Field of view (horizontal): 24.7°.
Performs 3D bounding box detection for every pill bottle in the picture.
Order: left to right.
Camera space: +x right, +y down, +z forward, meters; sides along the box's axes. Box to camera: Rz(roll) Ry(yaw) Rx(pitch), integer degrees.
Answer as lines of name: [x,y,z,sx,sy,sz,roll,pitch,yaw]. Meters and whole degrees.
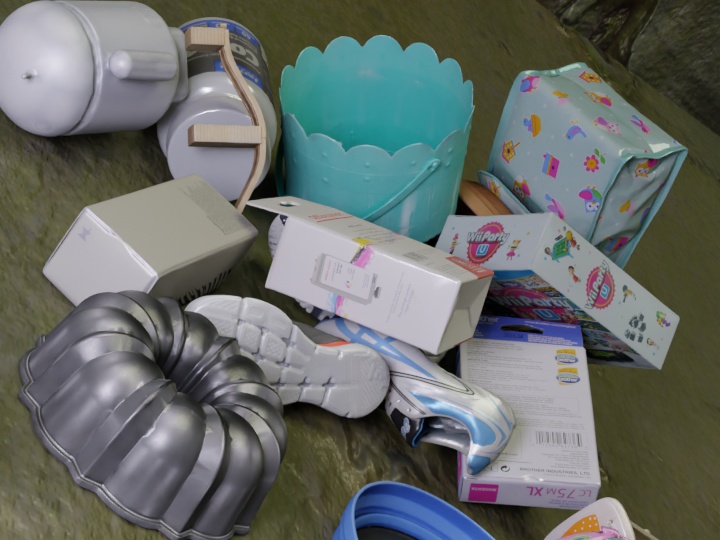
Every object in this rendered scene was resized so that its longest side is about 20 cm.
pill bottle: [-0.137,-0.153,1.562,0.113,0.114,0.200,30,22,-23]

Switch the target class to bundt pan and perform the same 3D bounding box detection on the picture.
bundt pan: [-0.131,0.089,1.136,0.201,0.076,0.202,34,22,-16]

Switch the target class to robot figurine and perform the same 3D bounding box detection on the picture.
robot figurine: [-0.237,-0.174,1.415,0.169,0.114,0.199,0,7,38]

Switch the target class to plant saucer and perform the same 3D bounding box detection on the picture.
plant saucer: [0.147,-0.019,1.745,0.201,0.037,0.200,54,-9,12]

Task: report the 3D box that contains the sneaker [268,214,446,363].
sneaker: [0.001,0.004,1.537,0.198,0.080,0.130,32,16,-8]

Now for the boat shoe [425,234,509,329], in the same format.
boat shoe: [0.093,0.002,1.701,0.067,0.072,0.200,-15,43,-32]

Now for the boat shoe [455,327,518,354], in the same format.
boat shoe: [0.127,0.131,1.526,0.071,0.072,0.201,1,44,-11]

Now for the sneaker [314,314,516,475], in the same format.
sneaker: [0.035,0.101,1.387,0.199,0.072,0.073,29,59,21]

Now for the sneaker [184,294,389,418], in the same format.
sneaker: [-0.072,0.068,1.320,0.199,0.078,0.082,25,-2,-36]

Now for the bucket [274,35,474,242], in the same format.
bucket: [0.012,-0.124,1.626,0.205,0.136,0.208,1,38,-1]

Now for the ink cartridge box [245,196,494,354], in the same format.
ink cartridge box: [0.000,0.000,1.390,0.199,0.068,0.116,22,11,16]

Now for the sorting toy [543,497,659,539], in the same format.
sorting toy: [0.214,0.295,1.286,0.200,0.106,0.181,37,30,-57]

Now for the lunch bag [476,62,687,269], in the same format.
lunch bag: [0.213,-0.084,1.686,0.121,0.201,0.170,-11,46,-39]

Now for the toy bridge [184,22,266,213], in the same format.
toy bridge: [-0.117,-0.118,1.437,0.067,0.202,0.027,0,-6,-18]

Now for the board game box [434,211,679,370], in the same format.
board game box: [0.184,0.020,1.567,0.200,0.065,0.147,36,-21,-32]

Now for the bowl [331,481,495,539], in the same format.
bowl: [0.062,0.242,1.205,0.200,0.039,0.201,34,22,-15]

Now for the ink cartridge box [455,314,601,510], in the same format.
ink cartridge box: [0.144,0.122,1.458,0.118,0.042,0.201,5,44,-2]

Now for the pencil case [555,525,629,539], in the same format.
pencil case: [0.177,0.284,1.156,0.087,0.087,0.201,-2,72,-60]

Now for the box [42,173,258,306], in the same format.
box: [-0.161,-0.016,1.306,0.082,0.068,0.200,42,21,9]
